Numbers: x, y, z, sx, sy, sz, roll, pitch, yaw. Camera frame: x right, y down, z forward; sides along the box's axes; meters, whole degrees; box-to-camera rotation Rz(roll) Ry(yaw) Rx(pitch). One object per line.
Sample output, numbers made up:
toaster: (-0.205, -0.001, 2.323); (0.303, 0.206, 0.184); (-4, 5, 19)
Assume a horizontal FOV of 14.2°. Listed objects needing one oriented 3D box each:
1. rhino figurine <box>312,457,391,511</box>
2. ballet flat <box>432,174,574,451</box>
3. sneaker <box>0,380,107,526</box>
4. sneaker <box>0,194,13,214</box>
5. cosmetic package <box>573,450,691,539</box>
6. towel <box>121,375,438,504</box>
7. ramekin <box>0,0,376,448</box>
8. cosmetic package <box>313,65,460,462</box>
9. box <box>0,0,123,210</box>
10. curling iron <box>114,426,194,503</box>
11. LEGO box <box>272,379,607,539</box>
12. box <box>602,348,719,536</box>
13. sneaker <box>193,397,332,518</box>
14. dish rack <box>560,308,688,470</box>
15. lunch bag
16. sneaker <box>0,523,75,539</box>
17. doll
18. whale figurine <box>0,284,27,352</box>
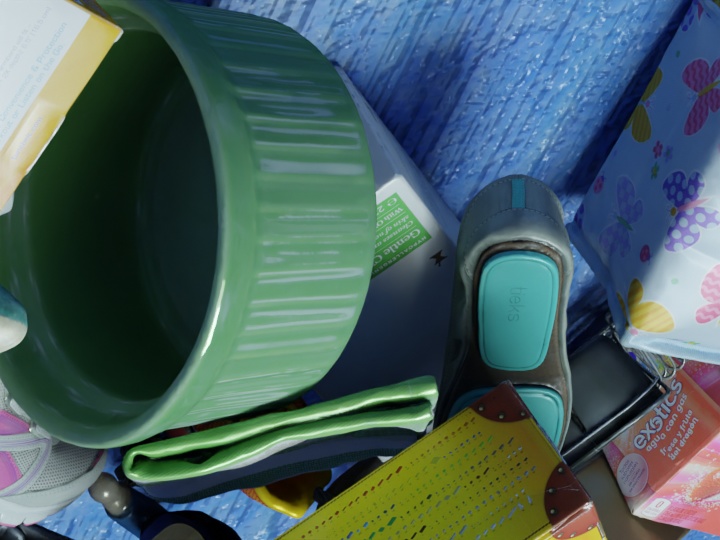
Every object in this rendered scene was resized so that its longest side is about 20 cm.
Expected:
rhino figurine: (0.003, 0.138, 1.531); (0.200, 0.060, 0.088); (-18, 126, -78)
ballet flat: (0.072, 0.037, 1.407); (0.067, 0.064, 0.201); (3, 133, -3)
sneaker: (-0.185, 0.061, 1.411); (0.088, 0.082, 0.200); (-43, 145, 18)
sneaker: (-0.228, -0.078, 1.216); (0.118, 0.074, 0.201); (-30, 134, -4)
cosmetic package: (0.115, 0.159, 1.638); (0.105, 0.071, 0.200); (-37, 174, 19)
towel: (-0.036, 0.084, 1.350); (0.148, 0.031, 0.200); (-15, 175, -2)
ramekin: (-0.082, -0.024, 1.273); (0.097, 0.200, 0.200); (-1, 138, -40)
cosmetic package: (0.000, 0.000, 1.440); (0.107, 0.085, 0.200); (-34, 142, 7)
box: (-0.204, -0.094, 1.141); (0.200, 0.041, 0.119); (28, 103, -39)
curling iron: (-0.119, 0.063, 1.498); (0.049, 0.026, 0.200); (-24, 144, -6)
LEGO box: (0.020, 0.160, 1.356); (0.200, 0.077, 0.149); (-34, 153, -4)
box: (0.233, 0.090, 1.674); (0.199, 0.103, 0.095); (17, 128, -41)
sneaker: (-0.059, 0.061, 1.477); (0.073, 0.077, 0.200); (-52, 150, -10)
dish rack: (0.116, 0.067, 1.540); (0.153, 0.055, 0.200); (-39, 177, 28)
lunch bag: (0.232, -0.039, 1.482); (0.199, 0.127, 0.170); (10, 125, -25)
sneaker: (-0.197, 0.158, 1.487); (0.199, 0.074, 0.081); (2, 138, 18)
doll: (-0.085, 0.149, 1.486); (0.049, 0.136, 0.200); (-57, -179, -3)
whale figurine: (-0.234, 0.002, 1.248); (0.199, 0.104, 0.159); (-6, 158, 38)
